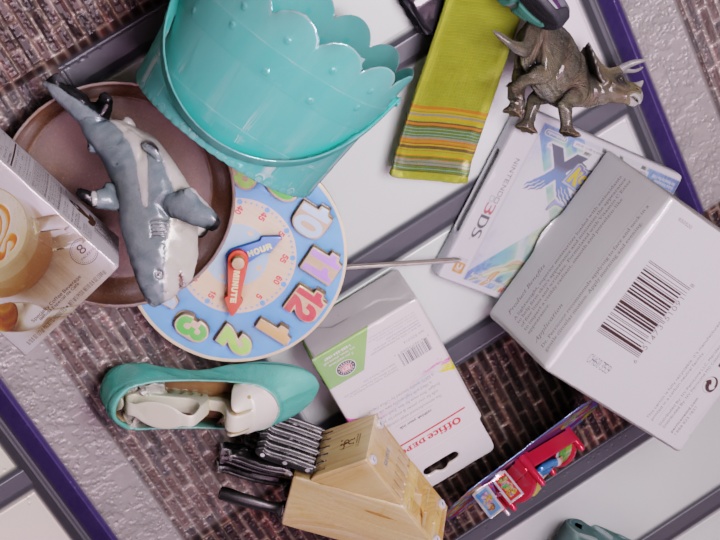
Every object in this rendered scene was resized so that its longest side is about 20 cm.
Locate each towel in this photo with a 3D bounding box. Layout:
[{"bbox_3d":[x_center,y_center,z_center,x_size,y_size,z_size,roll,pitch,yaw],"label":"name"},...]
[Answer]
[{"bbox_3d":[0.090,-0.169,1.516,0.086,0.018,0.200,-1,122,-33],"label":"towel"}]

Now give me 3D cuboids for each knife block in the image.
[{"bbox_3d":[-0.037,0.213,1.601,0.175,0.064,0.200,-22,122,27],"label":"knife block"}]

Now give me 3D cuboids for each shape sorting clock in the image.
[{"bbox_3d":[-0.110,-0.013,1.502,0.199,0.039,0.201,-3,109,-9],"label":"shape sorting clock"}]

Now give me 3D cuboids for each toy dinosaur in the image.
[{"bbox_3d":[0.168,-0.183,1.521,0.200,0.077,0.103,29,74,-39],"label":"toy dinosaur"}]

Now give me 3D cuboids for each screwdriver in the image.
[{"bbox_3d":[0.000,0.000,1.569,0.199,0.028,0.029,1,84,-16],"label":"screwdriver"}]

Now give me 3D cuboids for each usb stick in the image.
[{"bbox_3d":[0.120,-0.284,1.489,0.200,0.033,0.055,-39,119,-1],"label":"usb stick"}]

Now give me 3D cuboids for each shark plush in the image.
[{"bbox_3d":[-0.191,-0.073,1.370,0.083,0.091,0.200,-36,107,-12],"label":"shark plush"}]

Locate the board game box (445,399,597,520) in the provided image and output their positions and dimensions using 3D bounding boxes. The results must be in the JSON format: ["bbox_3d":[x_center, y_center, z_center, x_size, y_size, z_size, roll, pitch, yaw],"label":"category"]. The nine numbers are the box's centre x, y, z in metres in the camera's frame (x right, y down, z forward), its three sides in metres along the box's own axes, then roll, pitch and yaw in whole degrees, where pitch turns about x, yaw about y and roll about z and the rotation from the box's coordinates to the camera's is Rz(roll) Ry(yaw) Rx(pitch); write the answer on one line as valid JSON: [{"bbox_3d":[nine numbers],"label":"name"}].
[{"bbox_3d":[0.172,0.201,1.672,0.200,0.039,0.158,-36,166,-6],"label":"board game box"}]

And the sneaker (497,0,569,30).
[{"bbox_3d":[0.120,-0.297,1.429,0.200,0.074,0.088,44,78,-9],"label":"sneaker"}]

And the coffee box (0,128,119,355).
[{"bbox_3d":[-0.307,-0.044,1.373,0.114,0.080,0.200,-43,110,9],"label":"coffee box"}]

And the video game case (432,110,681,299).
[{"bbox_3d":[0.192,-0.046,1.635,0.200,0.022,0.183,19,105,-28],"label":"video game case"}]

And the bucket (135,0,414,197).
[{"bbox_3d":[-0.075,-0.164,1.374,0.207,0.207,0.135,27,106,-30],"label":"bucket"}]

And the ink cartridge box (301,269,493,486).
[{"bbox_3d":[0.036,0.114,1.619,0.117,0.067,0.200,-30,121,-3],"label":"ink cartridge box"}]

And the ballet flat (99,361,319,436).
[{"bbox_3d":[-0.136,0.123,1.526,0.199,0.070,0.068,2,122,-5],"label":"ballet flat"}]

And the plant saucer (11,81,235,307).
[{"bbox_3d":[-0.207,-0.067,1.439,0.200,0.035,0.201,-3,111,-8],"label":"plant saucer"}]

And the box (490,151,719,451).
[{"bbox_3d":[0.270,0.030,1.612,0.200,0.131,0.199,31,100,-31],"label":"box"}]

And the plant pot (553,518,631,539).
[{"bbox_3d":[0.239,0.379,1.764,0.200,0.200,0.196,23,96,-29],"label":"plant pot"}]
